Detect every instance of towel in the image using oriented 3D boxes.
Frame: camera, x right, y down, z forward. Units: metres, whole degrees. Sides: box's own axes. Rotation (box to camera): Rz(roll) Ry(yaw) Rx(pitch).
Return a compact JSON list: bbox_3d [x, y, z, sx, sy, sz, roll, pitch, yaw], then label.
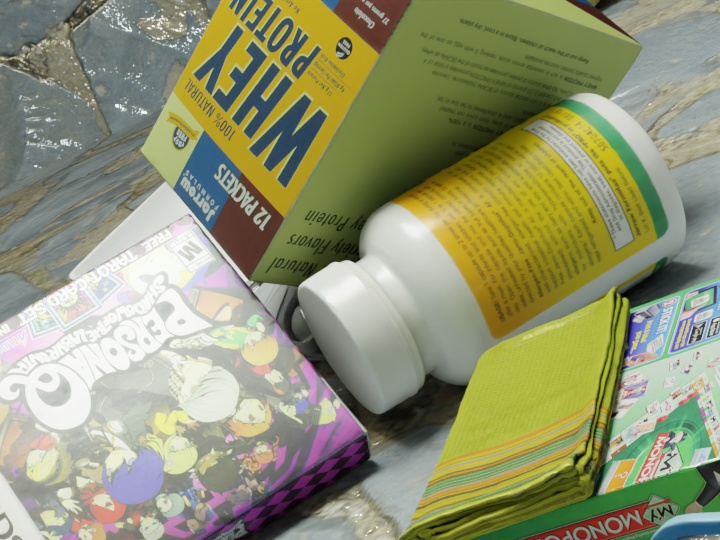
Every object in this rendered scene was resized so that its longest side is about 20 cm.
[{"bbox_3d":[0.074,0.063,0.783,0.086,0.018,0.200,-22,14,21],"label":"towel"}]

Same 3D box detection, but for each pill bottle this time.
[{"bbox_3d":[0.071,-0.006,0.962,0.200,0.113,0.113,-31,14,-14],"label":"pill bottle"}]

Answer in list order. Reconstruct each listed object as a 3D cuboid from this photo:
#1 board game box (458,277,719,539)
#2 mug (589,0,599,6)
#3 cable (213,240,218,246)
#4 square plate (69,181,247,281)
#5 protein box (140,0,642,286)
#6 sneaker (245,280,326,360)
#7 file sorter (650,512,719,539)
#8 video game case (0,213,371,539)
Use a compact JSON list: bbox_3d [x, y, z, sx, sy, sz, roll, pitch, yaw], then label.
[{"bbox_3d":[0.130,0.062,0.775,0.135,0.029,0.200,-20,15,25],"label":"board game box"},{"bbox_3d":[0.232,-0.349,1.888,0.187,0.149,0.153,-27,20,32],"label":"mug"},{"bbox_3d":[-0.131,-0.005,1.444,0.200,0.069,0.200,-13,19,46],"label":"cable"},{"bbox_3d":[-0.086,-0.020,1.320,0.198,0.028,0.200,14,41,26],"label":"square plate"},{"bbox_3d":[0.017,-0.102,1.027,0.198,0.135,0.200,8,-59,-46],"label":"protein box"},{"bbox_3d":[0.000,0.000,1.170,0.200,0.075,0.115,-40,18,-25],"label":"sneaker"},{"bbox_3d":[0.134,0.106,0.401,0.139,0.123,0.200,-11,21,49],"label":"file sorter"},{"bbox_3d":[-0.126,0.083,0.933,0.200,0.181,0.036,-31,-30,-17],"label":"video game case"}]
